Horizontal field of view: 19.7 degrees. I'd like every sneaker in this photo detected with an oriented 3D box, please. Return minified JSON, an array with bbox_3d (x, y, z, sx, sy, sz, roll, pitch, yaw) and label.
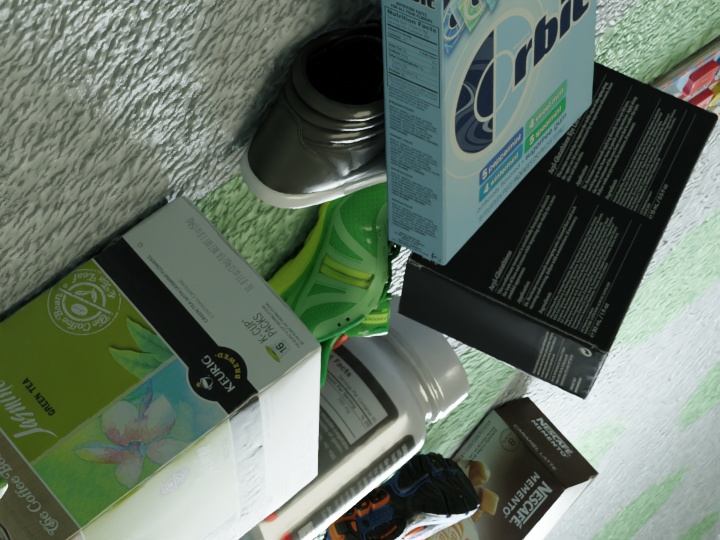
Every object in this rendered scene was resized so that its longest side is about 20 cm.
[{"bbox_3d":[0.033,0.231,1.968,0.199,0.076,0.078,-13,155,-42],"label":"sneaker"},{"bbox_3d":[0.000,0.000,1.370,0.074,0.084,0.200,-13,144,-55],"label":"sneaker"},{"bbox_3d":[0.026,-0.106,1.214,0.199,0.071,0.099,-25,159,-34],"label":"sneaker"}]

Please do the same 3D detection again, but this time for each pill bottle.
[{"bbox_3d":[-0.025,0.114,1.516,0.200,0.114,0.114,-38,160,-17],"label":"pill bottle"}]

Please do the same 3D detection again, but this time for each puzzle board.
[{"bbox_3d":[0.267,-0.131,1.735,0.200,0.017,0.151,-33,158,-27],"label":"puzzle board"}]

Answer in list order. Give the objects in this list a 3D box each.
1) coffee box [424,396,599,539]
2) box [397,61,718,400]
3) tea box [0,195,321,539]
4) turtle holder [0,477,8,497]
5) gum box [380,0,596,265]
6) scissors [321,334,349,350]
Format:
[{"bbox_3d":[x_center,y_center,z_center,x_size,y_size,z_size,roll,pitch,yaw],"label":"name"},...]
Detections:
[{"bbox_3d":[0.133,0.241,2.103,0.200,0.114,0.080,-53,159,26],"label":"coffee box"},{"bbox_3d":[0.129,-0.038,1.363,0.201,0.141,0.079,-60,173,-27],"label":"box"},{"bbox_3d":[-0.137,0.098,1.224,0.196,0.134,0.200,-38,160,-19],"label":"tea box"},{"bbox_3d":[-0.271,0.108,0.978,0.141,0.132,0.186,-22,153,-49],"label":"turtle holder"},{"bbox_3d":[0.076,-0.131,1.172,0.170,0.044,0.201,-46,150,-34],"label":"gum box"},{"bbox_3d":[-0.070,0.071,1.473,0.200,0.014,0.073,-35,-158,22],"label":"scissors"}]
